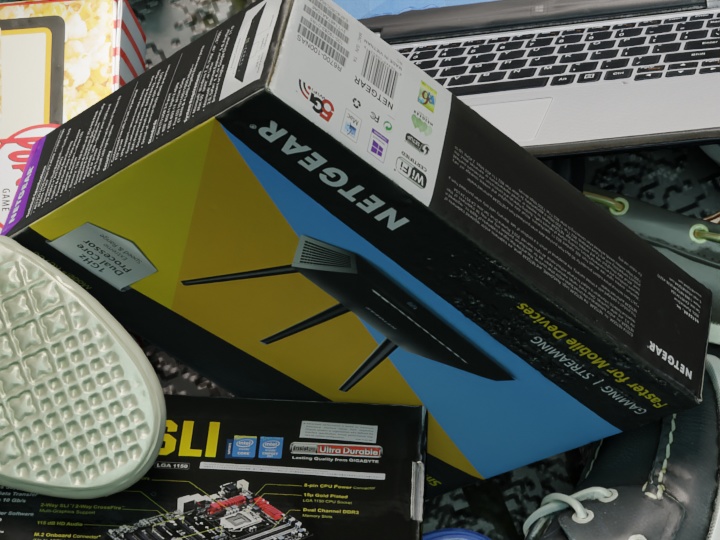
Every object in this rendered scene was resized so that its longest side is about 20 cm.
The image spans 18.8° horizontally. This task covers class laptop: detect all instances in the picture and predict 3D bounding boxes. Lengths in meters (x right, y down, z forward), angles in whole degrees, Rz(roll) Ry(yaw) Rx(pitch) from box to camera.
[{"bbox_3d":[0.053,-0.128,0.798,0.186,0.200,0.117,-5,115,19],"label":"laptop"}]

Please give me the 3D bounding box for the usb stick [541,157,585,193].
[{"bbox_3d":[-0.012,-0.027,0.811,0.199,0.033,0.056,-3,73,23],"label":"usb stick"}]

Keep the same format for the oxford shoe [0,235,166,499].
[{"bbox_3d":[-0.149,0.020,0.735,0.199,0.058,0.076,21,80,18],"label":"oxford shoe"}]

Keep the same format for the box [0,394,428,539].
[{"bbox_3d":[-0.078,0.109,0.709,0.199,0.050,0.160,2,38,1],"label":"box"}]

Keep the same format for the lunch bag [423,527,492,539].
[{"bbox_3d":[-0.004,0.195,0.793,0.199,0.076,0.161,-31,81,-7],"label":"lunch bag"}]

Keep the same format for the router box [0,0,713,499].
[{"bbox_3d":[0.000,0.000,0.741,0.200,0.149,0.051,34,51,-28],"label":"router box"}]

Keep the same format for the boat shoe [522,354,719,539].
[{"bbox_3d":[0.082,0.110,0.748,0.060,0.076,0.201,23,59,-16],"label":"boat shoe"}]

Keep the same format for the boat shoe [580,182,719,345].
[{"bbox_3d":[0.143,0.001,0.809,0.200,0.072,0.061,9,91,4],"label":"boat shoe"}]

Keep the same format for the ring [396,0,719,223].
[{"bbox_3d":[0.113,-0.082,0.867,0.199,0.019,0.202,0,81,-1],"label":"ring"}]

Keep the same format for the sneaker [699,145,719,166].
[{"bbox_3d":[0.222,-0.057,0.804,0.199,0.114,0.073,17,79,-7],"label":"sneaker"}]

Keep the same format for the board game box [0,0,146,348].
[{"bbox_3d":[-0.181,-0.020,0.809,0.199,0.046,0.153,-3,71,7],"label":"board game box"}]
